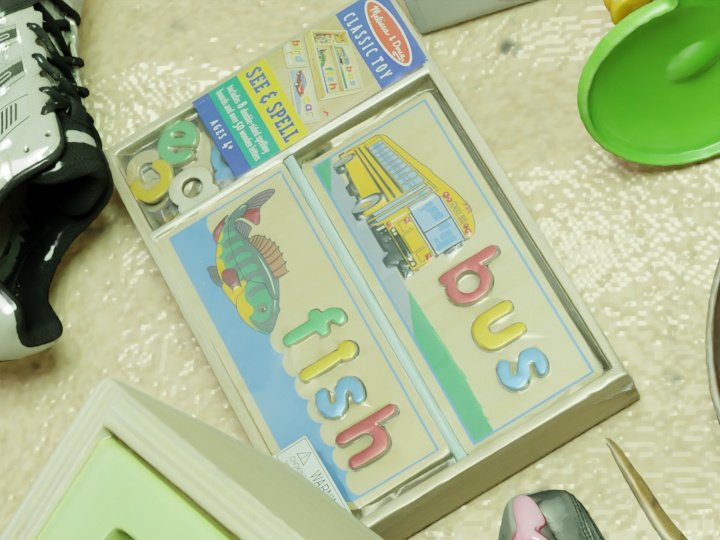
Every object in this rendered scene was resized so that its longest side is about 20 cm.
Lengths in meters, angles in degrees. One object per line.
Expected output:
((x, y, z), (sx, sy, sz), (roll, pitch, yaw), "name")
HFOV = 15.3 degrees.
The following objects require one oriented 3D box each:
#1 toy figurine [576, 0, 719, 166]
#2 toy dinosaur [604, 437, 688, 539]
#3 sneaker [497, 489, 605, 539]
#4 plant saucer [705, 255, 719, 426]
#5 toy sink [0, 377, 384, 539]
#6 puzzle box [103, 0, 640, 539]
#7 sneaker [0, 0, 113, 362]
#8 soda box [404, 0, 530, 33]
((0.144, -0.164, 0.997), (0.200, 0.150, 0.185), (-39, 43, 24), "toy figurine")
((0.172, 0.119, 0.848), (0.199, 0.061, 0.107), (4, 51, 10), "toy dinosaur")
((0.114, 0.150, 0.876), (0.095, 0.079, 0.200), (-20, 59, -18), "sneaker")
((0.219, 0.024, 0.915), (0.199, 0.035, 0.201), (-6, 65, 13), "plant saucer")
((-0.033, 0.144, 0.849), (0.200, 0.112, 0.131), (36, 93, 44), "toy sink")
((0.000, 0.000, 0.998), (0.133, 0.025, 0.200), (-31, 60, 0), "puzzle box")
((-0.126, -0.056, 1.032), (0.087, 0.076, 0.201), (5, 77, 33), "sneaker")
((0.028, -0.199, 1.063), (0.068, 0.064, 0.201), (-17, 61, 9), "soda box")
